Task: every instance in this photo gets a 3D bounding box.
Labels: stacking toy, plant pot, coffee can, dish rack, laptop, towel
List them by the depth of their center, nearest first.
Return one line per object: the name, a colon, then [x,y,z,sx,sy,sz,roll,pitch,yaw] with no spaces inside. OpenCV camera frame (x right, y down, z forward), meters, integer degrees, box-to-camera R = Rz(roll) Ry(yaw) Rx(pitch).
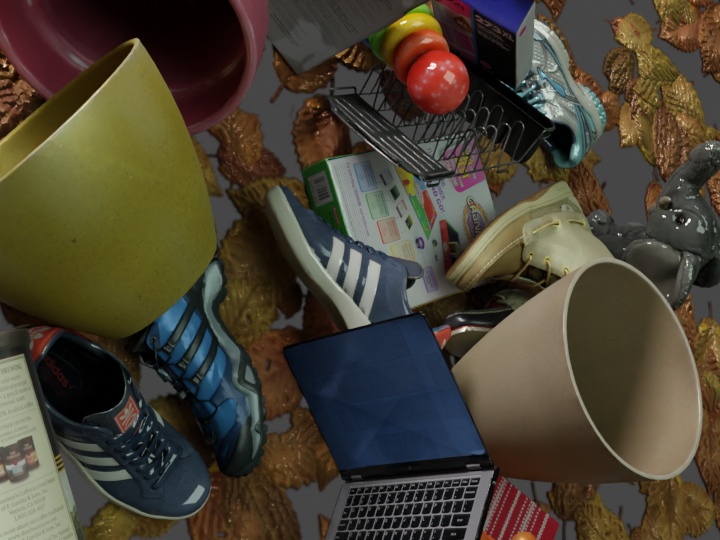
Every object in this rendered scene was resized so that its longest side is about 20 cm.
coffee can: [-0.251,0.153,0.694,0.146,0.146,0.202,-16,90,-41]
plant pot: [-0.181,-0.038,0.767,0.142,0.199,0.201,50,53,-21]
plant pot: [-0.158,-0.232,0.853,0.200,0.199,0.180,38,43,-27]
laptop: [0.000,0.161,0.875,0.116,0.187,0.201,35,59,-27]
plant pot: [0.163,0.111,0.991,0.186,0.199,0.189,21,58,-37]
stacking toy: [0.039,-0.214,1.007,0.085,0.086,0.201,11,36,-37]
dish rack: [0.071,-0.145,1.045,0.153,0.055,0.199,41,34,26]
towel: [0.099,0.249,1.045,0.200,0.022,0.145,41,58,-23]

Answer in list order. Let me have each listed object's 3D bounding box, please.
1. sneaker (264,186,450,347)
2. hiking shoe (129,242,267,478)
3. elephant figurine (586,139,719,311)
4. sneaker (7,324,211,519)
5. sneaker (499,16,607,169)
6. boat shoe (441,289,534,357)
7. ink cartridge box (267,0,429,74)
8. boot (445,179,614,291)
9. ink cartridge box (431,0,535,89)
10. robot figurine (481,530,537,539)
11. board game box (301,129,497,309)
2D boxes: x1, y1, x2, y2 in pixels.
sneaker: [0.000,0.000,0.948,0.084,0.075,0.201,-36,88,-9]
hiking shoe: [-0.137,0.068,0.869,0.086,0.074,0.202,-12,77,-33]
elephant figurine: [0.321,-0.019,1.180,0.155,0.199,0.142,39,57,-26]
sneaker: [-0.174,0.112,0.809,0.200,0.084,0.075,43,55,-24]
sneaker: [0.189,-0.190,1.197,0.200,0.077,0.087,42,59,-24]
boat shoe: [0.154,0.050,1.110,0.199,0.071,0.063,3,68,-38]
ink cartridge box: [-0.047,-0.280,0.939,0.200,0.199,0.041,50,54,-19]
boot: [0.182,0.011,1.063,0.156,0.073,0.199,52,43,8]
ink cartridge box: [0.111,-0.230,1.015,0.094,0.200,0.037,35,85,12]
robot figurine: [0.096,0.287,0.949,0.200,0.143,0.117,45,56,-21]
board game box: [0.050,-0.043,1.065,0.199,0.040,0.154,-16,89,-41]
